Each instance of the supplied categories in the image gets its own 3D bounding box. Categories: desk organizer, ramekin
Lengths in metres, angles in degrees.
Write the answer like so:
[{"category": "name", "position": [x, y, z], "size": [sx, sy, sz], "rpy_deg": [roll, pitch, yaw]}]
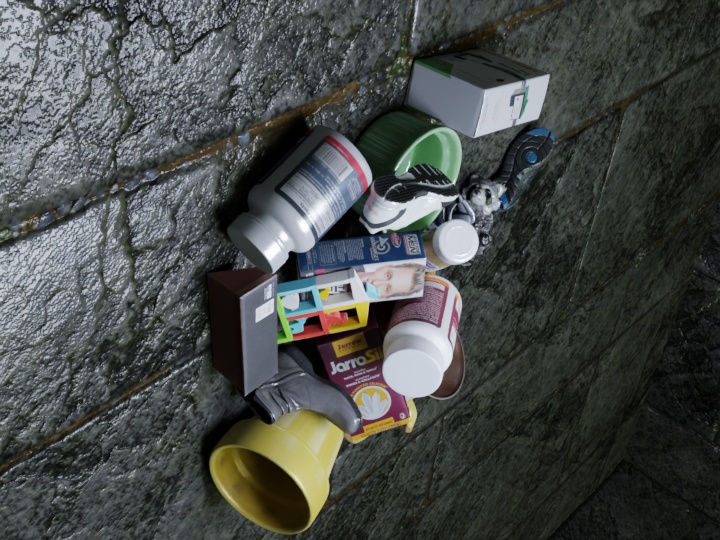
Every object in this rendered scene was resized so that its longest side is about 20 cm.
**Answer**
[{"category": "desk organizer", "position": [-0.174, 0.081, 1.467], "size": [0.072, 0.077, 0.201], "rpy_deg": [-34, 143, -36]}, {"category": "ramekin", "position": [0.064, -0.156, 1.584], "size": [0.200, 0.097, 0.201], "rpy_deg": [-37, 144, -32]}]

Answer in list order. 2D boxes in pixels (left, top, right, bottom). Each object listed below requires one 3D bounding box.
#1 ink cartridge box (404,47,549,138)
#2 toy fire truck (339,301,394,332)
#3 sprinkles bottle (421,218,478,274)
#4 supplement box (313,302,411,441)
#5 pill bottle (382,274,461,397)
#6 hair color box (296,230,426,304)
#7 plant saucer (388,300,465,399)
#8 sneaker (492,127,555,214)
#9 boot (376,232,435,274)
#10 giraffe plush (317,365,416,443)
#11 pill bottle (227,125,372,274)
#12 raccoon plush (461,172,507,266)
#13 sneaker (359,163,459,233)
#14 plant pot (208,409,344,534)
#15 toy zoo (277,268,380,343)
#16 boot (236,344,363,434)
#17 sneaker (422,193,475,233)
[{"category": "ink cartridge box", "position": [0.192, -0.293, 1.601], "size": [0.199, 0.146, 0.085], "rpy_deg": [-23, 134, -46]}, {"category": "toy fire truck", "position": [0.017, 0.061, 1.767], "size": [0.199, 0.049, 0.142], "rpy_deg": [-32, 139, -41]}, {"category": "sprinkles bottle", "position": [0.126, -0.035, 1.596], "size": [0.068, 0.068, 0.200], "rpy_deg": [-49, -173, -14]}, {"category": "supplement box", "position": [0.004, 0.172, 1.667], "size": [0.109, 0.086, 0.201], "rpy_deg": [-18, 116, 2]}, {"category": "pill bottle", "position": [0.099, 0.106, 1.604], "size": [0.201, 0.113, 0.115], "rpy_deg": [-70, 171, -55]}, {"category": "hair color box", "position": [0.000, 0.000, 1.554], "size": [0.198, 0.061, 0.100], "rpy_deg": [-7, 142, -6]}, {"category": "plant saucer", "position": [0.110, 0.135, 1.745], "size": [0.037, 0.202, 0.200], "rpy_deg": [-25, 172, 37]}, {"category": "sneaker", "position": [0.312, -0.198, 1.966], "size": [0.200, 0.073, 0.082], "rpy_deg": [-51, 167, -2]}, {"category": "boot", "position": [0.061, 0.000, 1.737], "size": [0.144, 0.070, 0.202], "rpy_deg": [-53, 140, -32]}, {"category": "giraffe plush", "position": [0.031, 0.204, 1.834], "size": [0.162, 0.198, 0.174], "rpy_deg": [-68, 151, -67]}, {"category": "pill bottle", "position": [-0.089, -0.097, 1.388], "size": [0.200, 0.119, 0.120], "rpy_deg": [-47, 149, -17]}, {"category": "raccoon plush", "position": [0.213, -0.103, 1.911], "size": [0.135, 0.096, 0.200], "rpy_deg": [-65, -178, -14]}, {"category": "sneaker", "position": [0.071, -0.106, 1.488], "size": [0.199, 0.074, 0.080], "rpy_deg": [-13, 145, -46]}, {"category": "plant pot", "position": [-0.122, 0.303, 1.657], "size": [0.189, 0.199, 0.202], "rpy_deg": [-50, 153, -43]}, {"category": "toy zoo", "position": [-0.066, 0.056, 1.541], "size": [0.198, 0.021, 0.132], "rpy_deg": [-11, 141, 1]}, {"category": "boot", "position": [-0.103, 0.216, 1.587], "size": [0.131, 0.199, 0.070], "rpy_deg": [-30, 149, -44]}, {"category": "sneaker", "position": [0.141, -0.077, 1.758], "size": [0.075, 0.113, 0.201], "rpy_deg": [-38, 145, -30]}]
